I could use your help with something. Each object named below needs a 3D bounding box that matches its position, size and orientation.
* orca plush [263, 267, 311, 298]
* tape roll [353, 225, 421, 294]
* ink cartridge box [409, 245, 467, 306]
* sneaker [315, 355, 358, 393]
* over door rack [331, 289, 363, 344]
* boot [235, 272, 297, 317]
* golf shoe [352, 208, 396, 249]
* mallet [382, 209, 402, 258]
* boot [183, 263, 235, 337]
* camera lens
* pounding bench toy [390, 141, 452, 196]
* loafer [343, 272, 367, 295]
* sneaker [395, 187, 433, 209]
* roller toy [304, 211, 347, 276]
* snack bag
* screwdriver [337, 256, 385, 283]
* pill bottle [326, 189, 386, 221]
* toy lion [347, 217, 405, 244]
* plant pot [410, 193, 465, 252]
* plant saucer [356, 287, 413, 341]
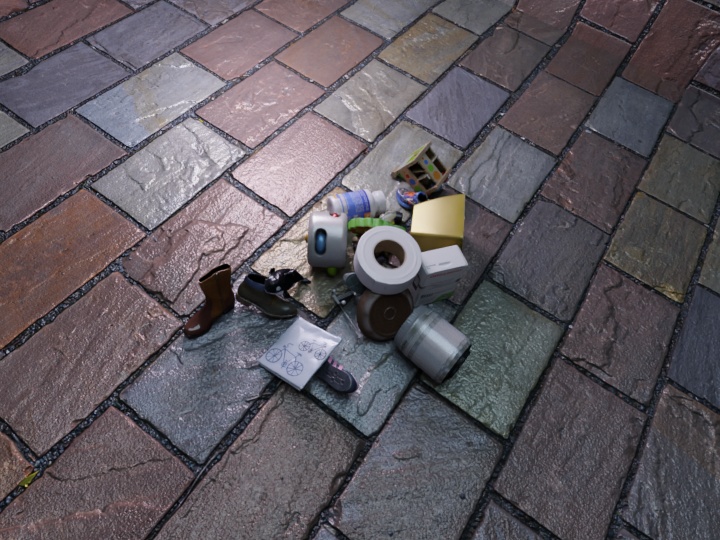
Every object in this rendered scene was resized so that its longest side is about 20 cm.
[{"bbox_3d":[-0.215,0.028,1.605,0.199,0.071,0.106,8,57,-56],"label":"orca plush"},{"bbox_3d":[0.080,-0.031,1.548,0.200,0.071,0.205,5,61,-9],"label":"tape roll"},{"bbox_3d":[0.239,0.019,1.656,0.144,0.201,0.085,-13,59,-17],"label":"ink cartridge box"},{"bbox_3d":[-0.086,0.295,1.513,0.200,0.082,0.070,38,89,37],"label":"sneaker"},{"bbox_3d":[0.015,0.111,1.642,0.146,0.067,0.201,-22,62,-21],"label":"over door rack"},{"bbox_3d":[-0.280,0.078,1.585,0.198,0.097,0.075,18,37,-11],"label":"boot"},{"bbox_3d":[0.066,-0.126,1.803,0.200,0.078,0.097,-42,87,-10],"label":"golf shoe"},{"bbox_3d":[0.096,-0.134,1.841,0.065,0.041,0.202,18,60,6],"label":"mallet"},{"bbox_3d":[-0.446,0.091,1.504,0.187,0.201,0.069,-32,65,-26],"label":"boot"},{"bbox_3d":[0.218,0.221,1.542,0.199,0.161,0.160,39,59,17],"label":"camera lens"},{"bbox_3d":[0.224,-0.360,1.965,0.156,0.199,0.125,48,59,-14],"label":"pounding bench toy"},{"bbox_3d":[0.033,0.061,1.601,0.199,0.063,0.072,32,91,-20],"label":"loafer"},{"bbox_3d":[0.209,-0.262,1.902,0.075,0.079,0.199,-28,48,-31],"label":"sneaker"},{"bbox_3d":[-0.114,-0.104,1.695,0.138,0.183,0.202,4,55,-3],"label":"roller toy"},{"bbox_3d":[-0.178,0.237,1.517,0.187,0.022,0.200,21,55,33],"label":"snack bag"},{"bbox_3d":[0.000,0.000,1.740,0.198,0.028,0.029,-25,32,-22],"label":"screwdriver"},{"bbox_3d":[-0.013,-0.226,1.837,0.198,0.113,0.113,-13,59,-16],"label":"pill bottle"},{"bbox_3d":[0.055,-0.130,1.667,0.197,0.192,0.070,6,81,-10],"label":"toy lion"},{"bbox_3d":[0.264,-0.129,1.777,0.174,0.201,0.202,4,55,10],"label":"plant pot"},{"bbox_3d":[0.084,0.128,1.575,0.198,0.203,0.037,-18,21,-20],"label":"plant saucer"}]
